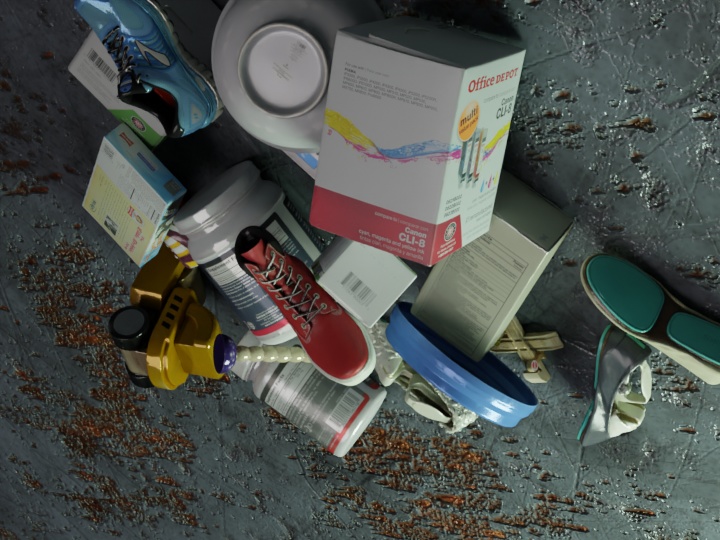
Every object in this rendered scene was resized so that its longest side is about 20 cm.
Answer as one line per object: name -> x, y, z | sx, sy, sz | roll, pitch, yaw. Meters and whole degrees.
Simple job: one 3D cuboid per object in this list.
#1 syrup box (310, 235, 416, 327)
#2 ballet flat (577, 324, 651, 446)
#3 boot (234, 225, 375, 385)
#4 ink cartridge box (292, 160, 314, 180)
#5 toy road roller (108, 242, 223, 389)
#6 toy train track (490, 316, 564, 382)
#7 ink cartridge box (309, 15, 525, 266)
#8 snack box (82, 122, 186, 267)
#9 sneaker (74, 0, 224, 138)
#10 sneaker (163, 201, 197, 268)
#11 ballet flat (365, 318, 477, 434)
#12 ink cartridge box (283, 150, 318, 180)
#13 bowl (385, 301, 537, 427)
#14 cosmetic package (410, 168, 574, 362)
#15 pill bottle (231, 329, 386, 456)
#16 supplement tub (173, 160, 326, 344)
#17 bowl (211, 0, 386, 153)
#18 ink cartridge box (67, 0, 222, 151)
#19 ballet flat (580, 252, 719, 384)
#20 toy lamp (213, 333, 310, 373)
syrup box -> 0.000, 0.000, 1.482 | 0.079, 0.081, 0.200 | 42, 180, -7
ballet flat -> 0.293, 0.144, 1.492 | 0.073, 0.073, 0.201 | 25, 139, 21
boot -> -0.069, 0.036, 1.462 | 0.200, 0.072, 0.144 | 50, -178, 38
ink cartridge box -> -0.009, -0.120, 1.515 | 0.200, 0.039, 0.099 | 42, 145, 0
toy road roller -> -0.242, 0.071, 1.804 | 0.145, 0.201, 0.123 | 9, 143, 16
toy train track -> 0.165, 0.060, 1.549 | 0.114, 0.033, 0.201 | -8, 122, 46
ink cartridge box -> 0.055, -0.134, 1.293 | 0.144, 0.145, 0.201 | 20, 115, 25
snack box -> -0.290, -0.092, 1.666 | 0.116, 0.037, 0.200 | 47, 150, 3
sneaker -> -0.238, -0.228, 1.422 | 0.200, 0.090, 0.078 | 46, 142, -6
sneaker -> -0.248, -0.051, 1.775 | 0.199, 0.075, 0.090 | 24, 136, 23
ballet flat -> 0.066, 0.137, 1.694 | 0.200, 0.072, 0.072 | 38, 144, 6
ink cartridge box -> 0.025, -0.139, 1.419 | 0.200, 0.045, 0.176 | 42, 130, -2
bowl -> 0.114, 0.110, 1.519 | 0.200, 0.039, 0.201 | 34, -170, -6
cosmetic package -> 0.142, -0.003, 1.447 | 0.105, 0.071, 0.200 | 38, 137, 9
pill bottle -> -0.074, 0.153, 1.797 | 0.200, 0.114, 0.114 | 35, 144, 8
supplement tub -> -0.125, -0.021, 1.636 | 0.140, 0.140, 0.200 | -17, 116, 50
bowl -> -0.069, -0.210, 1.347 | 0.200, 0.090, 0.202 | 3, 107, 11
ink cartridge box -> -0.239, -0.253, 1.543 | 0.146, 0.084, 0.200 | 46, 143, -7
ballet flat -> 0.314, 0.055, 1.388 | 0.200, 0.070, 0.070 | 35, 144, 6
toy lamp -> -0.089, 0.110, 1.709 | 0.058, 0.199, 0.059 | 180, 90, -67
